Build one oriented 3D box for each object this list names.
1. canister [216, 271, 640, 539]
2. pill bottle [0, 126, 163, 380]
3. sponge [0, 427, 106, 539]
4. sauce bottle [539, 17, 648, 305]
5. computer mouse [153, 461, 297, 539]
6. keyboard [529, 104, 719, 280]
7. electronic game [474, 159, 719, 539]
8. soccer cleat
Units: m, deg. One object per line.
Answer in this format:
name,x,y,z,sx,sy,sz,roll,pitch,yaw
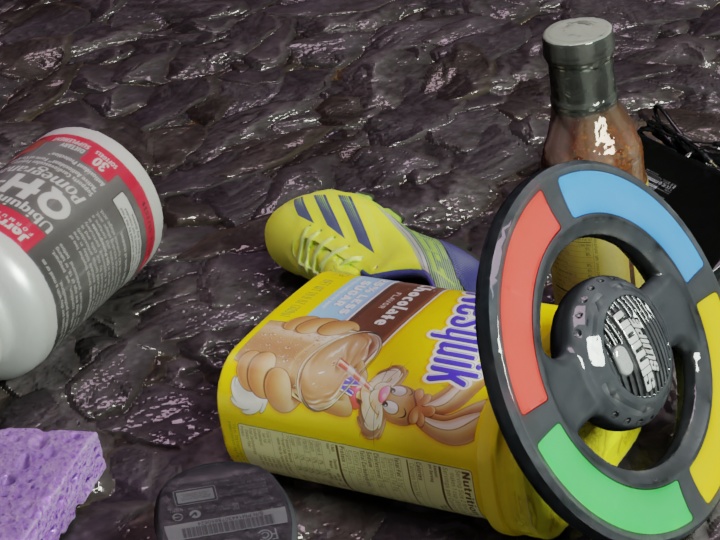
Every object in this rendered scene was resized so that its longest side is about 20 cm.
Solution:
canister,0.038,0.067,1.180,0.199,0.087,0.148,8,32,32
pill bottle,-0.219,-0.001,1.354,0.110,0.112,0.200,7,32,27
sponge,-0.256,0.128,1.215,0.198,0.030,0.112,0,30,17
sauce bottle,0.136,-0.046,1.235,0.065,0.202,0.066,-6,26,3
computer mouse,-0.083,0.180,1.055,0.139,0.046,0.201,-12,40,-14
keyboard,0.202,-0.047,1.410,0.104,0.040,0.200,-43,38,-10
electronic game,0.130,0.042,1.093,0.041,0.201,0.200,-18,16,44
soccer cleat,0.000,-0.001,1.334,0.083,0.065,0.199,-28,34,-37
